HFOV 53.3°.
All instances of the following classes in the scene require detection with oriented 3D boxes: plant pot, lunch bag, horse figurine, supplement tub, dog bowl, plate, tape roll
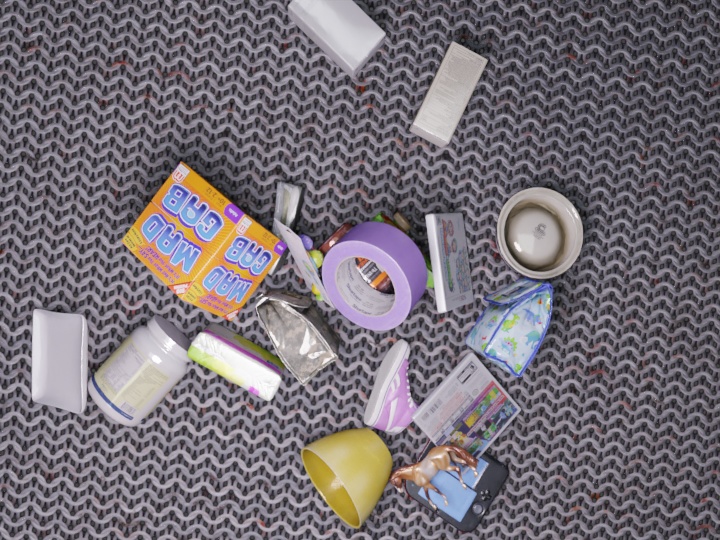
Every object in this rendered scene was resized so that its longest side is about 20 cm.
[{"bbox_3d":[-0.014,0.423,1.539,0.141,0.200,0.202,-33,93,-27],"label":"plant pot"},{"bbox_3d":[0.329,0.108,1.549,0.126,0.170,0.202,34,89,-7],"label":"lunch bag"},{"bbox_3d":[0.168,0.438,1.559,0.133,0.050,0.200,45,112,0],"label":"horse figurine"},{"bbox_3d":[0.000,0.000,1.558,0.107,0.107,0.200,-43,93,-2],"label":"supplement tub"},{"bbox_3d":[-0.138,0.119,1.522,0.117,0.164,0.201,-39,94,3],"label":"lunch bag"},{"bbox_3d":[0.386,-0.077,1.588,0.196,0.074,0.204,1,83,-5],"label":"dog bowl"},{"bbox_3d":[-0.630,0.187,1.514,0.197,0.032,0.204,2,91,37],"label":"plate"},{"bbox_3d":[-0.457,0.210,1.513,0.145,0.145,0.200,43,88,-3],"label":"supplement tub"},{"bbox_3d":[0.028,0.011,1.419,0.197,0.085,0.203,16,127,22],"label":"tape roll"}]

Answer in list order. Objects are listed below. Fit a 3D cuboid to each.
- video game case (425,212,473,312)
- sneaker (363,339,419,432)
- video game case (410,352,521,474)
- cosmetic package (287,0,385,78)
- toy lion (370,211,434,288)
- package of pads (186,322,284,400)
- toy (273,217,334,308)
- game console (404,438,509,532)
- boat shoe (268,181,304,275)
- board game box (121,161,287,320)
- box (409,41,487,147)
[{"bbox_3d":[0.194,-0.022,1.540,0.023,0.181,0.204,-7,91,28],"label":"video game case"},{"bbox_3d":[0.091,0.260,1.594,0.113,0.073,0.204,21,93,-14],"label":"sneaker"},{"bbox_3d":[0.236,0.317,1.596,0.200,0.023,0.183,-44,101,-10],"label":"video game case"},{"bbox_3d":[-0.051,-0.533,1.560,0.113,0.081,0.200,-45,94,-2],"label":"cosmetic package"},{"bbox_3d":[0.099,-0.042,1.516,0.069,0.192,0.200,-41,94,12],"label":"toy lion"},{"bbox_3d":[-0.258,0.188,1.521,0.198,0.155,0.069,31,92,-4],"label":"package of pads"},{"bbox_3d":[-0.105,-0.023,1.506,0.047,0.115,0.202,-34,129,-18],"label":"toy"},{"bbox_3d":[0.214,0.470,1.617,0.199,0.031,0.178,34,89,-4],"label":"game console"},{"bbox_3d":[-0.177,-0.092,1.565,0.064,0.074,0.206,16,88,5],"label":"boat shoe"},{"bbox_3d":[-0.312,-0.055,1.456,0.199,0.200,0.201,38,89,25],"label":"board game box"},{"bbox_3d":[0.191,-0.384,1.577,0.094,0.078,0.202,27,89,-4],"label":"box"}]
